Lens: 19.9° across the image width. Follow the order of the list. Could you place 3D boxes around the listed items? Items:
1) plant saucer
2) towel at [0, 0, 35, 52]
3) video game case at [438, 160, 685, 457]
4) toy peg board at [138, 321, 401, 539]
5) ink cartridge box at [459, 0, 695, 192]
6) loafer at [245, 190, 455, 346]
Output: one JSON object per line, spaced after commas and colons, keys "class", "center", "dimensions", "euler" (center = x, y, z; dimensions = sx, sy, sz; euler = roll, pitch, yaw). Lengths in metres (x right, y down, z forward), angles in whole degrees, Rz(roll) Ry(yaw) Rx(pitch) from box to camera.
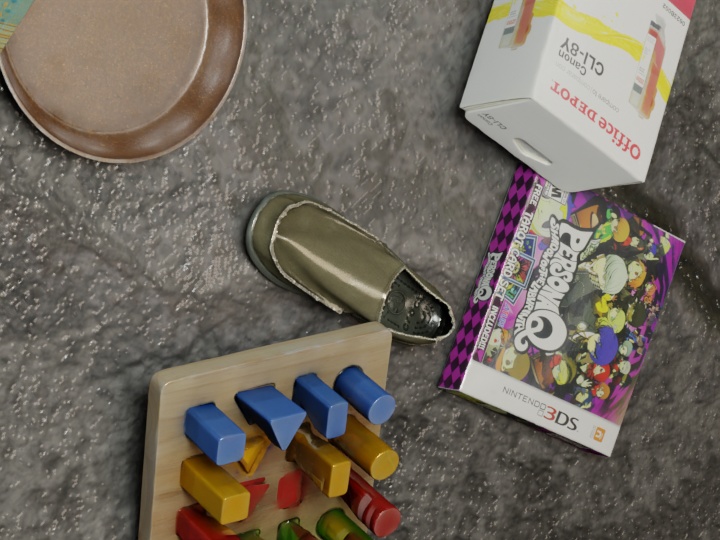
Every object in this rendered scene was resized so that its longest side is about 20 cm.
{"class": "plant saucer", "center": [-0.172, -0.176, 1.432], "dimensions": [0.200, 0.034, 0.200], "euler": [-5, 99, -36]}
{"class": "towel", "center": [-0.293, -0.153, 1.287], "dimensions": [0.147, 0.022, 0.200], "euler": [14, 128, -36]}
{"class": "video game case", "center": [0.170, 0.034, 1.702], "dimensions": [0.181, 0.036, 0.200], "euler": [26, 81, -35]}
{"class": "toy peg board", "center": [-0.049, 0.162, 1.491], "dimensions": [0.200, 0.098, 0.199], "euler": [-13, 123, -34]}
{"class": "ink cartridge box", "center": [0.179, -0.182, 1.628], "dimensions": [0.145, 0.083, 0.200], "euler": [32, 67, -35]}
{"class": "loafer", "center": [0.000, 0.000, 1.556], "dimensions": [0.200, 0.070, 0.075], "euler": [29, 80, -35]}
